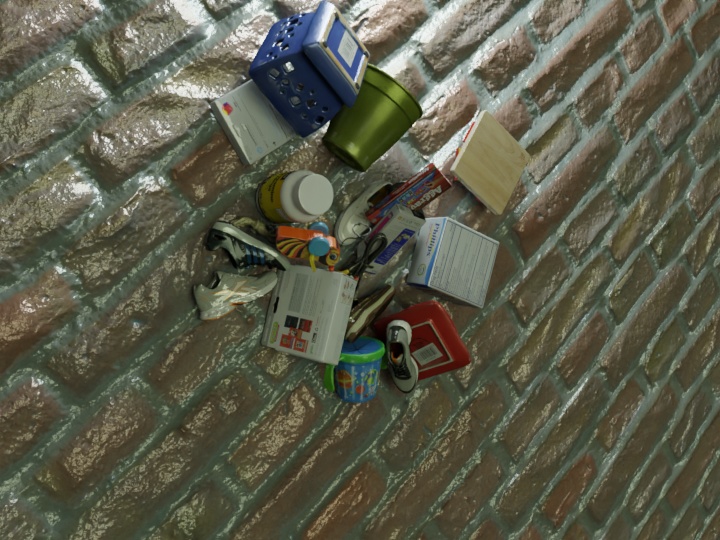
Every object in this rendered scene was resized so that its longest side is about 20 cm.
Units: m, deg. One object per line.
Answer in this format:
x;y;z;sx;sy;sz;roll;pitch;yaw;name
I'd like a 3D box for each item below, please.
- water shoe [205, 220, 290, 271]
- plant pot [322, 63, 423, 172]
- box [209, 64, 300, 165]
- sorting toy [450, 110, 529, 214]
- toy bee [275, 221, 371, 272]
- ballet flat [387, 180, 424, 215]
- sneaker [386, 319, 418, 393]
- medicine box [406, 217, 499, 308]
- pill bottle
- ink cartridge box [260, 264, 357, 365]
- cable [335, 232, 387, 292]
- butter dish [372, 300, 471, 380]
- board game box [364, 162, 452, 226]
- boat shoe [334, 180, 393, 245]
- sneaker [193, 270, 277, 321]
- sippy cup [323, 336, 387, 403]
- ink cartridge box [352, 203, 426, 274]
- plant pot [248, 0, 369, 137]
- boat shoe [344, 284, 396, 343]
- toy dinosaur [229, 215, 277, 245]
-0.251;-0.034;1.622;0.199;0.071;0.080;30;80;-22;water shoe
0.012;-0.345;1.714;0.200;0.200;0.194;38;85;-27;plant pot
-0.216;-0.353;1.644;0.199;0.041;0.157;-39;110;-26;box
0.337;-0.287;1.975;0.199;0.069;0.200;37;73;-28;sorting toy
-0.087;-0.041;1.593;0.132;0.197;0.110;-66;166;-47;toy bee
0.112;-0.178;1.804;0.074;0.072;0.200;-62;151;-15;ballet flat
0.093;0.220;1.770;0.080;0.073;0.202;-66;149;-55;sneaker
0.242;-0.019;1.906;0.198;0.102;0.185;21;81;-30;medicine box
-0.143;-0.161;1.603;0.111;0.199;0.114;-1;92;-32;pill bottle
-0.119;0.097;1.678;0.084;0.173;0.203;25;77;-63;ink cartridge box
0.000;0.000;1.741;0.199;0.051;0.097;-37;125;15;cable
0.164;0.153;1.843;0.201;0.198;0.148;58;29;-19;butter dish
0.114;-0.168;1.727;0.199;0.020;0.103;-36;146;15;board game box
0.014;-0.142;1.778;0.200;0.069;0.071;-49;114;-22;boat shoe
-0.274;0.032;1.606;0.199;0.075;0.093;-28;102;-29;sneaker
-0.009;0.240;1.751;0.175;0.140;0.132;-3;105;-11;sippy cup
0.062;-0.073;1.770;0.094;0.037;0.200;15;127;-41;ink cartridge box
-0.096;-0.444;1.585;0.200;0.178;0.202;46;43;-33;plant pot
0.011;0.088;1.784;0.075;0.075;0.202;37;48;11;boat shoe
-0.193;-0.078;1.641;0.199;0.088;0.048;29;87;-29;toy dinosaur
